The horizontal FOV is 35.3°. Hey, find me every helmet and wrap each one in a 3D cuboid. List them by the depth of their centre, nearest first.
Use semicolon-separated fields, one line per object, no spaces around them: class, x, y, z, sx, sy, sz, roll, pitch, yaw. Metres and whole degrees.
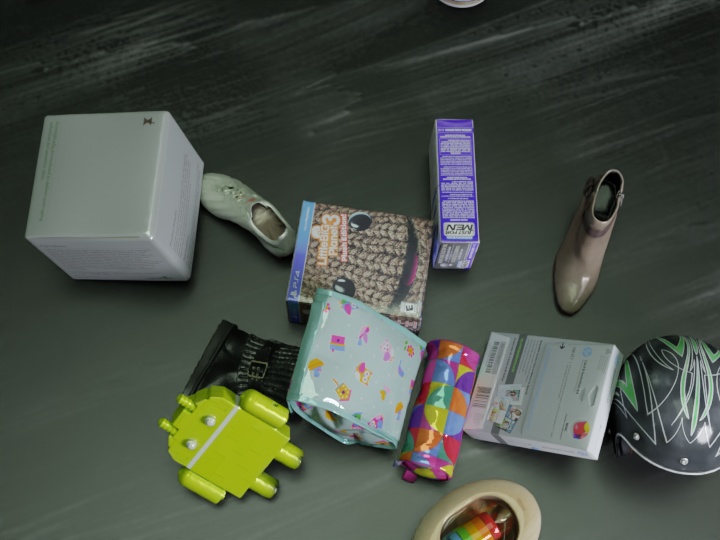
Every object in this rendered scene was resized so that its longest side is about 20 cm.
helmet;0.436;0.189;1.559;0.197;0.191;0.202;0;69;-1

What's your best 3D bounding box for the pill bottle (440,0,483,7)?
pill bottle;0.170;-0.527;1.815;0.118;0.200;0.121;0;69;-1

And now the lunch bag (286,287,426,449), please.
lunch bag;-0.020;0.136;1.566;0.121;0.199;0.172;-2;64;42

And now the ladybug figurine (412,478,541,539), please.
ladybug figurine;0.154;0.369;1.553;0.198;0.072;0.137;-27;73;-11

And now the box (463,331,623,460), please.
box;0.255;0.172;1.590;0.198;0.041;0.157;3;65;38

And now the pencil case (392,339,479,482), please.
pencil case;0.110;0.200;1.610;0.087;0.089;0.202;16;69;5

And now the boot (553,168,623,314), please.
boot;0.339;-0.049;1.670;0.069;0.146;0.202;14;70;2

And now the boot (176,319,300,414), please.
boot;-0.166;0.183;1.613;0.156;0.080;0.213;23;71;7

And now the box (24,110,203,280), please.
box;-0.353;-0.105;1.653;0.197;0.172;0.201;0;69;10

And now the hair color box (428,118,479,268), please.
hair color box;0.140;-0.115;1.711;0.064;0.109;0.202;1;70;-2

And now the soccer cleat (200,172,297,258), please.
soccer cleat;-0.173;-0.095;1.712;0.199;0.078;0.069;36;73;18

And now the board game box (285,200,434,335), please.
board game box;0.000;0.000;1.673;0.197;0.097;0.161;7;70;2

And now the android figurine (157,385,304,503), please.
android figurine;-0.181;0.236;1.552;0.199;0.041;0.182;35;109;-21
